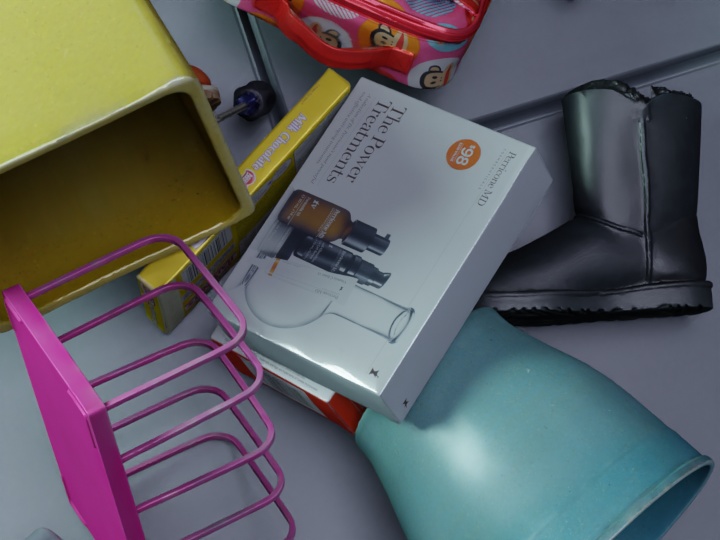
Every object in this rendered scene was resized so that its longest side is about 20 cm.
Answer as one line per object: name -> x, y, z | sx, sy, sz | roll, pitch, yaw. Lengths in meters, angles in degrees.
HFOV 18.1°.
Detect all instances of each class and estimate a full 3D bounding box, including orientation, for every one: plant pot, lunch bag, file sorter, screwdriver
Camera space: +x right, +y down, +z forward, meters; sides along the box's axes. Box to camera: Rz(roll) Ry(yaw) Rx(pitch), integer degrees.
plant pot -> 0.103, 0.136, 1.538 | 0.200, 0.200, 0.188 | -41, 73, -13
lunch bag -> -0.005, -0.214, 1.603 | 0.199, 0.082, 0.177 | 23, 50, -2
file sorter -> -0.130, 0.098, 1.481 | 0.125, 0.201, 0.139 | -25, 43, -17
plant pot -> -0.208, -0.116, 1.468 | 0.195, 0.194, 0.201 | -25, 65, -2
screwdriver -> -0.086, -0.112, 1.550 | 0.029, 0.200, 0.028 | 4, 99, 10

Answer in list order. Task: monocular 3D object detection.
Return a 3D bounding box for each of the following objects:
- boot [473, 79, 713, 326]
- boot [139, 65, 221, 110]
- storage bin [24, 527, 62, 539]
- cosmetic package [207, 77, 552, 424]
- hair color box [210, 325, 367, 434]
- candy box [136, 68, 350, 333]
boot -> 0.155, -0.048, 1.628 | 0.199, 0.076, 0.169 | -3, 80, -10
boot -> -0.199, -0.145, 1.600 | 0.199, 0.075, 0.108 | -2, 75, -7
storage bin -> -0.201, 0.271, 1.495 | 0.200, 0.146, 0.134 | 41, 67, 1
cosmetic package -> 0.013, -0.017, 1.519 | 0.150, 0.052, 0.201 | 25, 73, 28
hair color box -> 0.000, 0.000, 1.583 | 0.111, 0.064, 0.201 | 27, 76, 30
candy box -> -0.079, -0.047, 1.581 | 0.026, 0.102, 0.200 | 40, 76, 8
